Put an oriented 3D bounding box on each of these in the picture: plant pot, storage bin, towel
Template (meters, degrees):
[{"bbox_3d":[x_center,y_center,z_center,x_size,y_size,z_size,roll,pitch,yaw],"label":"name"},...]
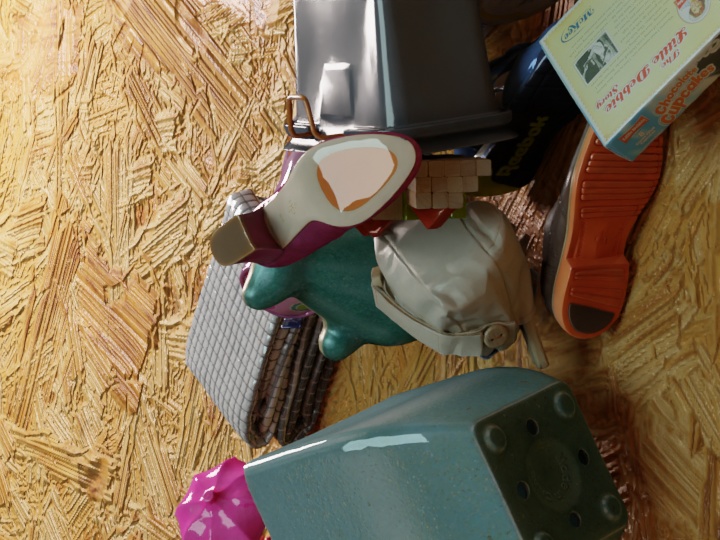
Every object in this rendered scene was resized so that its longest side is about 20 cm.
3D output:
[{"bbox_3d":[0.076,0.175,1.528,0.200,0.196,0.196,-28,85,44],"label":"plant pot"},{"bbox_3d":[0.012,-0.161,1.586,0.200,0.146,0.134,11,109,63],"label":"storage bin"},{"bbox_3d":[-0.085,0.044,1.942,0.166,0.086,0.200,50,131,51],"label":"towel"}]

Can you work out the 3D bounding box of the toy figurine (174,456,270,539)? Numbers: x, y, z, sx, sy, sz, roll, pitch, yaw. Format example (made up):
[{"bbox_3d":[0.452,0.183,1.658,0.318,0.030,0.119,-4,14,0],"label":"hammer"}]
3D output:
[{"bbox_3d":[-0.078,0.228,1.813,0.150,0.184,0.200,57,134,44],"label":"toy figurine"}]

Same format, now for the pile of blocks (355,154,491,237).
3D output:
[{"bbox_3d":[0.030,-0.056,1.564,0.200,0.082,0.062,9,102,57],"label":"pile of blocks"}]

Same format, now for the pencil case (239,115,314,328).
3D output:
[{"bbox_3d":[-0.042,-0.052,1.811,0.087,0.087,0.200,-41,27,50],"label":"pencil case"}]

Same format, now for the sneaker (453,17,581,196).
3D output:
[{"bbox_3d":[0.126,-0.142,1.617,0.200,0.074,0.082,-51,44,43],"label":"sneaker"}]

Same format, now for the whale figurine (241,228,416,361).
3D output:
[{"bbox_3d":[0.000,0.000,1.692,0.104,0.200,0.159,20,102,46],"label":"whale figurine"}]

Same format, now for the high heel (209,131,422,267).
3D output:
[{"bbox_3d":[-0.014,-0.052,1.532,0.200,0.096,0.067,-34,78,35],"label":"high heel"}]

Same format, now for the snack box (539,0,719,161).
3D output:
[{"bbox_3d":[0.222,-0.185,1.439,0.200,0.037,0.116,-46,47,23],"label":"snack box"}]

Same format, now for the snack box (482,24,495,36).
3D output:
[{"bbox_3d":[0.078,-0.286,1.755,0.072,0.024,0.200,-44,51,49],"label":"snack box"}]

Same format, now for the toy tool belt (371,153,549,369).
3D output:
[{"bbox_3d":[0.071,0.000,1.610,0.125,0.123,0.200,-42,36,-1],"label":"toy tool belt"}]

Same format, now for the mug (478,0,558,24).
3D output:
[{"bbox_3d":[0.098,-0.269,1.632,0.187,0.149,0.153,108,144,-65],"label":"mug"}]

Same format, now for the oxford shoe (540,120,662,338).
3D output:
[{"bbox_3d":[0.168,-0.054,1.543,0.073,0.071,0.200,44,124,57],"label":"oxford shoe"}]
